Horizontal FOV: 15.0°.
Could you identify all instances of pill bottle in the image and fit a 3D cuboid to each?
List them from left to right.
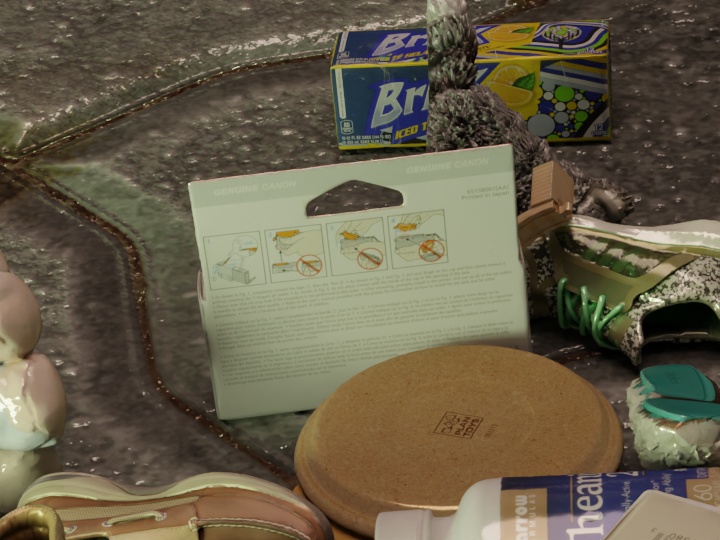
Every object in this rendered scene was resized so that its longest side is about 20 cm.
[{"bbox_3d":[0.110,0.162,1.433,0.199,0.111,0.111,-3,31,5],"label":"pill bottle"}]

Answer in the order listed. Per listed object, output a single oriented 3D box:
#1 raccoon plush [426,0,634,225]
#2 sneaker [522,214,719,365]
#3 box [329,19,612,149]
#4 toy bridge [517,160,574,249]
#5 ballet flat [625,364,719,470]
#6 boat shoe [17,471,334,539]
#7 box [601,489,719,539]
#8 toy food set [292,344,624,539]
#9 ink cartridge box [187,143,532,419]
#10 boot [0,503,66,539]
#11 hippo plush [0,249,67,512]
[{"bbox_3d":[0.111,-0.092,1.806,0.133,0.201,0.097,-3,-1,5],"label":"raccoon plush"},{"bbox_3d":[0.158,0.018,1.713,0.199,0.077,0.089,-4,43,12],"label":"sneaker"},{"bbox_3d":[0.081,-0.134,1.972,0.199,0.070,0.064,-2,29,7],"label":"box"},{"bbox_3d":[0.050,-0.008,1.731,0.199,0.027,0.067,-21,46,32],"label":"toy bridge"},{"bbox_3d":[0.184,0.097,1.524,0.071,0.072,0.200,-4,5,4],"label":"ballet flat"},{"bbox_3d":[-0.110,0.160,1.525,0.199,0.076,0.072,-3,33,25],"label":"boat shoe"},{"bbox_3d":[0.156,0.211,1.255,0.095,0.201,0.078,13,36,31],"label":"box"},{"bbox_3d":[0.059,0.110,1.592,0.197,0.049,0.200,-1,31,9],"label":"toy food set"},{"bbox_3d":[0.000,0.000,1.662,0.199,0.174,0.044,-7,32,-1],"label":"ink cartridge box"},{"bbox_3d":[-0.183,0.226,1.337,0.072,0.156,0.200,7,35,21],"label":"boot"},{"bbox_3d":[-0.280,0.065,1.610,0.160,0.160,0.200,-16,32,-28],"label":"hippo plush"}]
